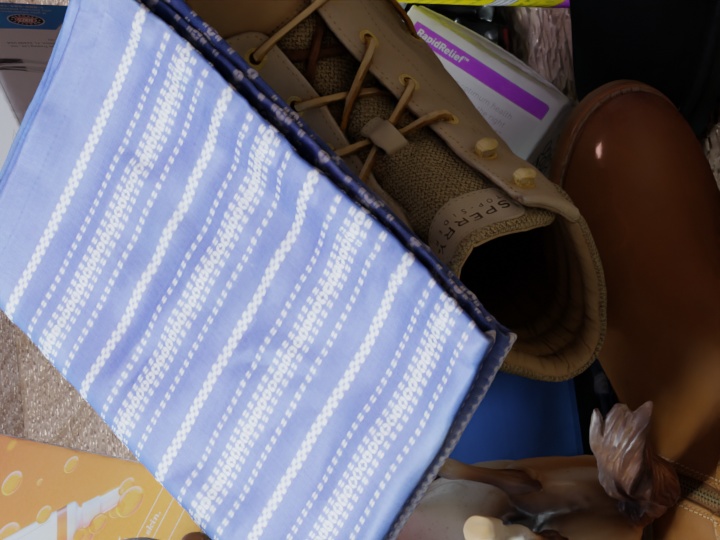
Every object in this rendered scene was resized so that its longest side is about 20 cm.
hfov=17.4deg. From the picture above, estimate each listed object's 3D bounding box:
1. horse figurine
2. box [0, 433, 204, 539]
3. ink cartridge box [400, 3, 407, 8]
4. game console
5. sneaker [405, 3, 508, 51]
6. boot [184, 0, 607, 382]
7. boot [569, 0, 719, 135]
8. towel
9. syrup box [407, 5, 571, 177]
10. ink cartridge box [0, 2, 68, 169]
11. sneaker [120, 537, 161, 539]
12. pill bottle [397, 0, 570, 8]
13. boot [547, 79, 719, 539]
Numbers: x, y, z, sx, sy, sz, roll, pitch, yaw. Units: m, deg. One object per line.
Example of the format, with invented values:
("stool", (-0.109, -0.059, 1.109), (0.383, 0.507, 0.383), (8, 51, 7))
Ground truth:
("horse figurine", (0.036, 0.084, 0.818), (0.200, 0.133, 0.050), (-11, 75, 40))
("box", (-0.114, 0.149, 0.982), (0.200, 0.097, 0.124), (5, 62, 47))
("ink cartridge box", (-0.022, -0.185, 1.087), (0.147, 0.083, 0.200), (-62, 20, -8))
("game console", (0.027, 0.095, 1.010), (0.118, 0.171, 0.200), (54, 149, 10))
("sneaker", (0.025, -0.037, 1.054), (0.098, 0.071, 0.201), (79, -160, -74))
("boot", (0.001, -0.054, 0.799), (0.200, 0.073, 0.155), (52, 180, -41))
("boot", (0.060, -0.130, 0.841), (0.076, 0.168, 0.200), (-116, 33, -49))
("towel", (-0.050, 0.009, 0.772), (0.200, 0.024, 0.145), (45, 124, 24))
("syrup box", (0.000, 0.000, 0.952), (0.200, 0.081, 0.079), (-53, -13, -11))
("ink cartridge box", (-0.154, -0.084, 1.405), (0.200, 0.146, 0.086), (-122, 39, -52))
("sneaker", (-0.079, 0.183, 0.797), (0.130, 0.079, 0.199), (107, 172, -72))
("pill bottle", (0.009, -0.157, 0.924), (0.104, 0.200, 0.104), (179, 90, -68))
("boot", (0.132, 0.032, 0.801), (0.155, 0.074, 0.200), (-171, 69, -69))
